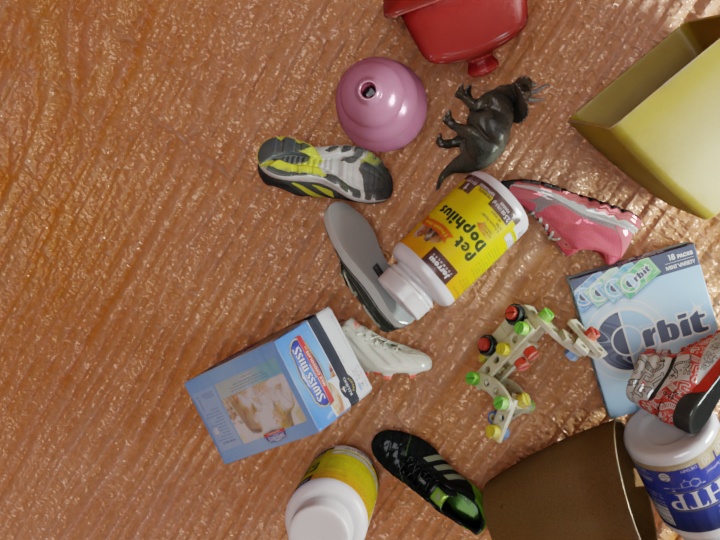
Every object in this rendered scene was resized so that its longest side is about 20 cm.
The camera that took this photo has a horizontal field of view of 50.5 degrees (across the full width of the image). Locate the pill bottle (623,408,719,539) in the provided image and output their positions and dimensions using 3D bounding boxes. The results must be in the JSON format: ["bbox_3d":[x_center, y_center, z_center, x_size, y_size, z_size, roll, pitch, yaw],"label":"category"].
[{"bbox_3d":[0.438,0.277,1.003,0.119,0.120,0.201,-28,109,9],"label":"pill bottle"}]

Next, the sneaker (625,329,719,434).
[{"bbox_3d":[0.428,0.111,0.983,0.201,0.108,0.067,-43,129,-20],"label":"sneaker"}]

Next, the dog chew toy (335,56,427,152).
[{"bbox_3d":[0.023,-0.220,0.991,0.124,0.200,0.126,1,95,7],"label":"dog chew toy"}]

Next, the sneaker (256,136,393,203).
[{"bbox_3d":[-0.052,-0.138,1.078,0.199,0.085,0.075,15,76,-14],"label":"sneaker"}]

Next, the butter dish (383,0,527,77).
[{"bbox_3d":[0.141,-0.324,0.992,0.199,0.200,0.149,-18,115,10],"label":"butter dish"}]

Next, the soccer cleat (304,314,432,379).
[{"bbox_3d":[0.005,0.108,1.092,0.198,0.069,0.078,6,93,10],"label":"soccer cleat"}]

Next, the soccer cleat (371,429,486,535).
[{"bbox_3d":[0.101,0.297,1.085,0.199,0.081,0.068,35,99,4],"label":"soccer cleat"}]

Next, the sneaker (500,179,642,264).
[{"bbox_3d":[0.273,-0.065,1.033,0.199,0.074,0.087,19,99,6],"label":"sneaker"}]

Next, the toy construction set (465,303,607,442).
[{"bbox_3d":[0.225,0.125,1.031,0.200,0.092,0.132,-42,47,16],"label":"toy construction set"}]

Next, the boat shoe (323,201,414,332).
[{"bbox_3d":[0.000,0.000,1.077,0.064,0.071,0.201,-29,94,47],"label":"boat shoe"}]

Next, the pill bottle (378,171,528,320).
[{"bbox_3d":[0.120,-0.030,1.021,0.200,0.109,0.109,-44,88,-4],"label":"pill bottle"}]

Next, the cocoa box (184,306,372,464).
[{"bbox_3d":[-0.114,0.159,1.042,0.199,0.131,0.134,-27,91,37],"label":"cocoa box"}]

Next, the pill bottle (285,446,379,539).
[{"bbox_3d":[-0.038,0.320,1.040,0.108,0.200,0.110,1,95,8],"label":"pill bottle"}]

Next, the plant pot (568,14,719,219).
[{"bbox_3d":[0.413,-0.181,0.952,0.200,0.200,0.177,-40,100,9],"label":"plant pot"}]

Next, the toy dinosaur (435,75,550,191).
[{"bbox_3d":[0.164,-0.190,1.037,0.102,0.077,0.201,31,96,11],"label":"toy dinosaur"}]

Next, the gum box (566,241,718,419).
[{"bbox_3d":[0.393,0.082,1.043,0.169,0.045,0.201,-17,93,9],"label":"gum box"}]

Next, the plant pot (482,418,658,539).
[{"bbox_3d":[0.274,0.312,1.029,0.199,0.186,0.188,-18,92,25],"label":"plant pot"}]
